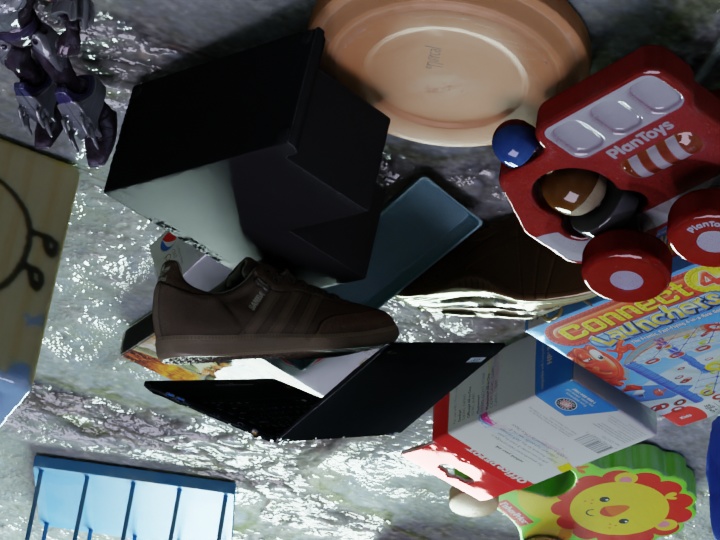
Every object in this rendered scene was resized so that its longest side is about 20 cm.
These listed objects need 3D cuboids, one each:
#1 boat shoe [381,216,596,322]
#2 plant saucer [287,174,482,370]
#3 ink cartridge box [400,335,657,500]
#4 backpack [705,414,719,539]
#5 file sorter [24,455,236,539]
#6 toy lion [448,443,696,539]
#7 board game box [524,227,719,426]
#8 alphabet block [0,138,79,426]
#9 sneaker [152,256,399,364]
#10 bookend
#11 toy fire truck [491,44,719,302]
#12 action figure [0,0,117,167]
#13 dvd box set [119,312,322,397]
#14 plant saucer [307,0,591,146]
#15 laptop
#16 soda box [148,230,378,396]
[{"bbox_3d":[0.115,0.002,1.767,0.199,0.074,0.063,1,156,32],"label":"boat shoe"},{"bbox_3d":[0.000,0.000,1.761,0.200,0.019,0.070,-39,125,23],"label":"plant saucer"},{"bbox_3d":[0.143,0.123,1.941,0.200,0.068,0.116,-26,135,37],"label":"ink cartridge box"},{"bbox_3d":[0.372,0.191,1.881,0.199,0.163,0.167,13,153,-41],"label":"backpack"},{"bbox_3d":[-0.232,0.279,2.239,0.199,0.123,0.139,8,148,0],"label":"file sorter"},{"bbox_3d":[0.205,0.202,2.082,0.191,0.069,0.200,-21,139,28],"label":"toy lion"},{"bbox_3d":[0.268,0.037,1.794,0.195,0.056,0.200,30,142,-33],"label":"board game box"},{"bbox_3d":[-0.351,0.013,1.757,0.195,0.201,0.196,20,147,-21],"label":"alphabet block"},{"bbox_3d":[-0.059,0.026,1.654,0.199,0.076,0.070,-1,172,-34],"label":"sneaker"},{"bbox_3d":[-0.042,-0.068,1.626,0.199,0.093,0.198,-12,146,45],"label":"bookend"},{"bbox_3d":[0.184,-0.075,1.581,0.168,0.113,0.200,33,140,-30],"label":"toy fire truck"},{"bbox_3d":[-0.234,-0.160,1.576,0.130,0.070,0.200,4,146,25],"label":"action figure"},{"bbox_3d":[-0.089,0.078,1.966,0.199,0.030,0.146,28,143,-28],"label":"dvd box set"},{"bbox_3d":[0.060,-0.144,1.570,0.199,0.032,0.201,5,148,3],"label":"plant saucer"},{"bbox_3d":[-0.027,0.073,1.718,0.199,0.104,0.177,20,-172,31],"label":"laptop"},{"bbox_3d":[-0.074,0.025,1.825,0.068,0.064,0.200,-42,129,19],"label":"soda box"}]
